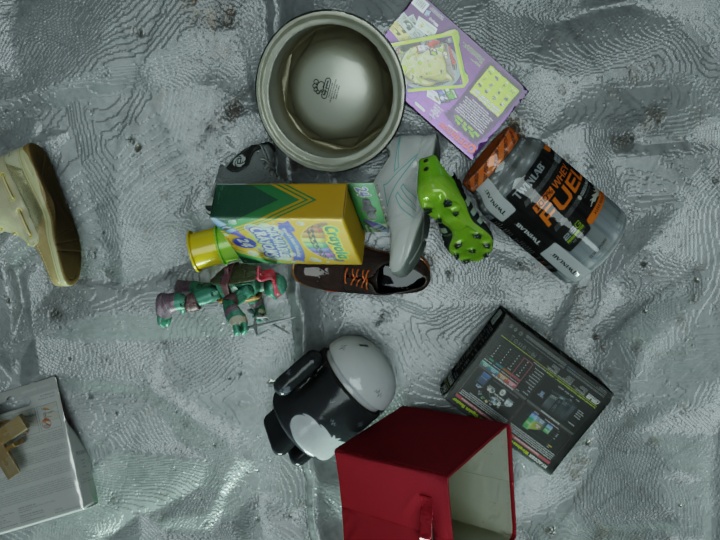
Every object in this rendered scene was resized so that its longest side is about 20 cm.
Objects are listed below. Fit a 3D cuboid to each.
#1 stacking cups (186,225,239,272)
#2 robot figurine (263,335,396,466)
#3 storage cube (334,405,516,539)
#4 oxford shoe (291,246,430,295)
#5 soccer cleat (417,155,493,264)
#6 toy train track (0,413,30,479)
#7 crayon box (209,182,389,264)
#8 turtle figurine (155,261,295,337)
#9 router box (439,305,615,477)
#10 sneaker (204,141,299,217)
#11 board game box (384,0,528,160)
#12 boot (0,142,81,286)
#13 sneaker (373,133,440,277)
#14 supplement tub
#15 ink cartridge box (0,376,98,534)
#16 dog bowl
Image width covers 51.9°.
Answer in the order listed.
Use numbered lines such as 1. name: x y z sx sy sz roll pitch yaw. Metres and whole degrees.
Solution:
1. stacking cups: -0.140 -0.052 1.037 0.197 0.061 0.061 -15 99 -1
2. robot figurine: -0.043 0.180 1.037 0.200 0.150 0.125 -42 80 9
3. storage cube: 0.091 0.302 0.996 0.178 0.199 0.174 3 103 36
4. oxford shoe: 0.000 0.000 1.027 0.197 0.073 0.072 -1 100 2
5. soccer cleat: 0.128 -0.077 0.977 0.067 0.200 0.082 -16 58 20
6. toy train track: -0.564 0.270 1.092 0.199 0.033 0.116 -33 89 9
7. crayon box: -0.071 -0.056 0.921 0.197 0.126 0.052 0 65 12
8. turtle figurine: -0.169 0.039 1.009 0.197 0.150 0.102 -3 88 13
9. router box: 0.235 0.171 1.054 0.199 0.062 0.151 36 99 -5
10. sneaker: -0.107 -0.122 0.991 0.197 0.075 0.117 3 66 7
11. board game box: 0.114 -0.260 0.999 0.200 0.032 0.120 41 95 -4
12. boot: -0.489 -0.059 1.034 0.153 0.073 0.203 -17 97 4
13. sneaker: 0.056 -0.089 1.000 0.079 0.070 0.203 7 76 14
14. supplement tub: 0.239 -0.089 0.977 0.199 0.123 0.123 38 99 -5
15. ink cartridge box: -0.499 0.279 1.119 0.159 0.050 0.203 -17 81 5
16. dog bowl: -0.033 -0.236 0.971 0.197 0.074 0.203 4 109 10
